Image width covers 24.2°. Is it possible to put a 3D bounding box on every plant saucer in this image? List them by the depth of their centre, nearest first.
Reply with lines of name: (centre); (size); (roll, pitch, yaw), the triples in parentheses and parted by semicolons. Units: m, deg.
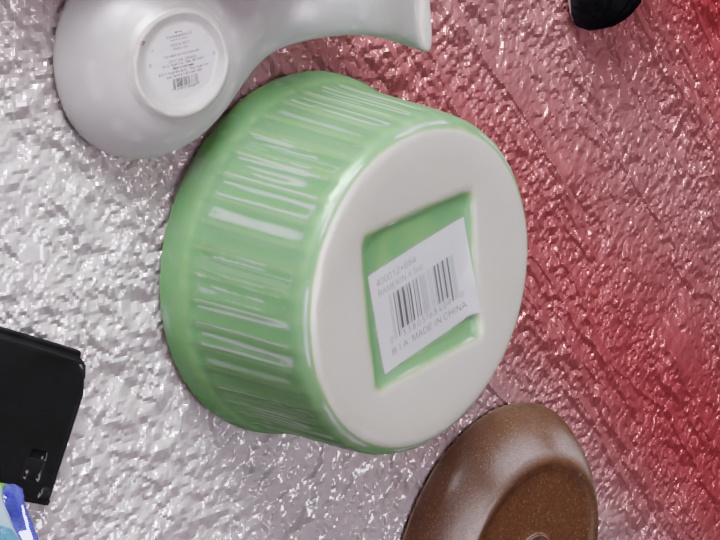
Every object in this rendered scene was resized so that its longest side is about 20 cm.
plant saucer: (0.101, 0.188, 1.107); (0.200, 0.037, 0.202); (-16, 113, -43)

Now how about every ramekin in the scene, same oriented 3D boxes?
ramekin: (0.000, 0.000, 0.890); (0.199, 0.097, 0.201); (-17, 114, -44)

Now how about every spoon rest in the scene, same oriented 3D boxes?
spoon rest: (-0.061, -0.114, 0.832); (0.199, 0.061, 0.100); (-15, 112, -30)

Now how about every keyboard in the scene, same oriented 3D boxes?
keyboard: (-0.212, 0.076, 0.743); (0.200, 0.021, 0.128); (22, 85, -48)

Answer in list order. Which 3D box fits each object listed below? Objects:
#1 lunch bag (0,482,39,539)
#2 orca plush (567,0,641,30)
lunch bag: (-0.232, 0.179, 0.675); (0.170, 0.128, 0.200); (11, 124, -47)
orca plush: (0.187, -0.245, 1.040); (0.105, 0.071, 0.201); (35, 76, -47)
